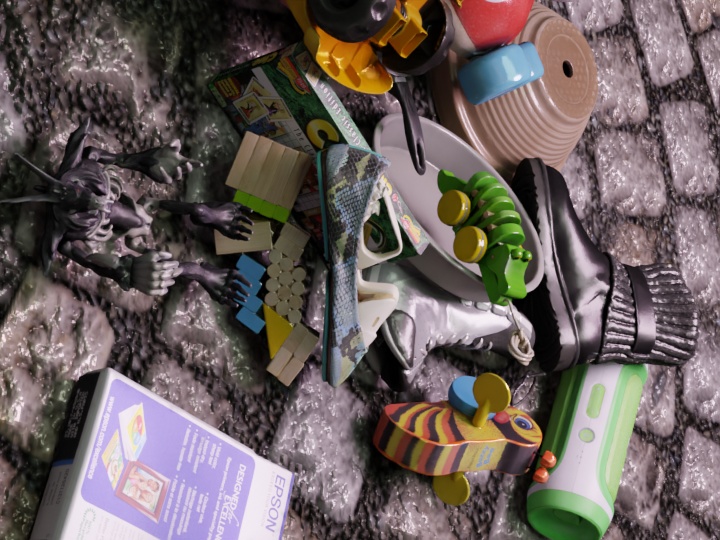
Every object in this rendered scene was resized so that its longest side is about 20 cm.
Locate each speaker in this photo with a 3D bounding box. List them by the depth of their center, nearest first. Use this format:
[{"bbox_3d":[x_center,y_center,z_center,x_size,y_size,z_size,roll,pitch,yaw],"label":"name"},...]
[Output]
[{"bbox_3d":[0.217,0.156,1.599,0.088,0.088,0.202,42,53,-32],"label":"speaker"}]

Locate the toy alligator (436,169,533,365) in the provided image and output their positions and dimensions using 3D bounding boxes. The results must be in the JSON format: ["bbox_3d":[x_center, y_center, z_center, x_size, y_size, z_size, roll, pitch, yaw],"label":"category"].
[{"bbox_3d":[0.117,-0.018,1.390,0.059,0.054,0.201,14,42,-43],"label":"toy alligator"}]

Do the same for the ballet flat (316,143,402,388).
[{"bbox_3d":[0.000,0.000,1.330,0.074,0.074,0.202,-26,123,-47],"label":"ballet flat"}]

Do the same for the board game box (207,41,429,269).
[{"bbox_3d":[-0.034,-0.087,1.370,0.201,0.104,0.024,56,45,-21],"label":"board game box"}]

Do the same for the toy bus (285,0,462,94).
[{"bbox_3d":[0.016,-0.272,1.327,0.193,0.200,0.135,55,18,26],"label":"toy bus"}]

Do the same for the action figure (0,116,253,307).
[{"bbox_3d":[-0.159,-0.040,1.227,0.199,0.101,0.120,18,79,-45],"label":"action figure"}]

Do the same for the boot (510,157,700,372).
[{"bbox_3d":[0.228,-0.007,1.584,0.156,0.079,0.214,-6,81,-20],"label":"boot"}]

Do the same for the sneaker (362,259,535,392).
[{"bbox_3d":[0.064,0.063,1.473,0.199,0.075,0.117,30,64,-28],"label":"sneaker"}]

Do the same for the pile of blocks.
[{"bbox_3d":[-0.075,-0.010,1.352,0.062,0.081,0.203,-110,-162,-87],"label":"pile of blocks"}]

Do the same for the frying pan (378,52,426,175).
[{"bbox_3d":[0.037,-0.190,1.455,0.115,0.031,0.192,-42,117,-46],"label":"frying pan"}]

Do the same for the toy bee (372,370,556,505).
[{"bbox_3d":[0.115,0.140,1.458,0.199,0.109,0.132,-27,140,-26],"label":"toy bee"}]

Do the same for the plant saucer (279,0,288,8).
[{"bbox_3d":[-0.041,-0.304,1.456,0.199,0.050,0.203,13,72,-45],"label":"plant saucer"}]

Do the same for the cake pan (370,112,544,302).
[{"bbox_3d":[0.078,-0.051,1.475,0.199,0.037,0.201,33,32,-23],"label":"cake pan"}]

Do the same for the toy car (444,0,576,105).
[{"bbox_3d":[0.155,-0.271,1.456,0.186,0.198,0.177,65,15,-2],"label":"toy car"}]

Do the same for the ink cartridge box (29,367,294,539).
[{"bbox_3d":[-0.148,0.203,1.223,0.200,0.047,0.200,36,54,-38],"label":"ink cartridge box"}]

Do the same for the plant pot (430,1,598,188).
[{"bbox_3d":[0.164,-0.183,1.619,0.200,0.092,0.203,13,72,-44],"label":"plant pot"}]
